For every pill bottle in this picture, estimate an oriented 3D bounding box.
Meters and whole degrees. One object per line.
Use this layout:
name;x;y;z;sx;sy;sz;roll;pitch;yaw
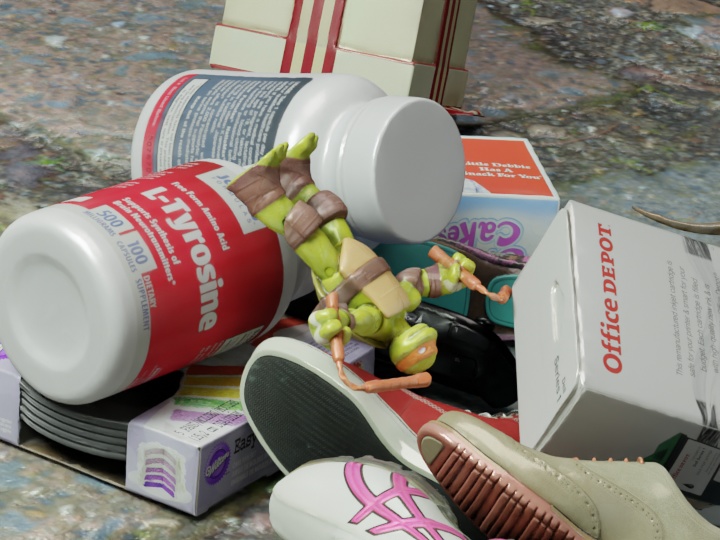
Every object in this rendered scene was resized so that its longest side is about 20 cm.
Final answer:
pill bottle;-0.038;-0.066;1.847;0.199;0.120;0.119;5;17;42
pill bottle;-0.110;-0.001;1.692;0.112;0.113;0.199;23;29;34

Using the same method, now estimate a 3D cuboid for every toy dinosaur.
toy dinosaur;0.301;-0.034;2.100;0.106;0.061;0.199;-6;3;45

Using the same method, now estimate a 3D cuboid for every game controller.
game controller;0.009;0.034;1.806;0.199;0.042;0.104;19;-10;29

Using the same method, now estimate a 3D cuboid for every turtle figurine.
turtle figurine;0.000;0.000;1.659;0.162;0.064;0.200;52;34;7

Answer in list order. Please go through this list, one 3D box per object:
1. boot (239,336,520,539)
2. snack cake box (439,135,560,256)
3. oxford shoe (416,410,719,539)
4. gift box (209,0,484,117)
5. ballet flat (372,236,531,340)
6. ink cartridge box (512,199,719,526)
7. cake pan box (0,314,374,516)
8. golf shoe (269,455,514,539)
boot;0.037;0.092;1.666;0.199;0.073;0.144;34;30;15
snack cake box;0.029;-0.046;2.018;0.198;0.068;0.115;2;22;-10
oxford shoe;0.122;0.127;1.549;0.199;0.071;0.074;34;66;-1
gift box;0.006;-0.203;2.244;0.183;0.188;0.200;13;4;21
ballet flat;0.073;0.013;1.908;0.198;0.070;0.071;7;5;-6
ink cartridge box;0.190;0.061;1.664;0.199;0.084;0.147;17;44;-17
cake pan box;-0.118;0.068;1.735;0.183;0.053;0.200;17;26;30
golf shoe;0.018;0.157;1.531;0.199;0.073;0.092;24;30;36
